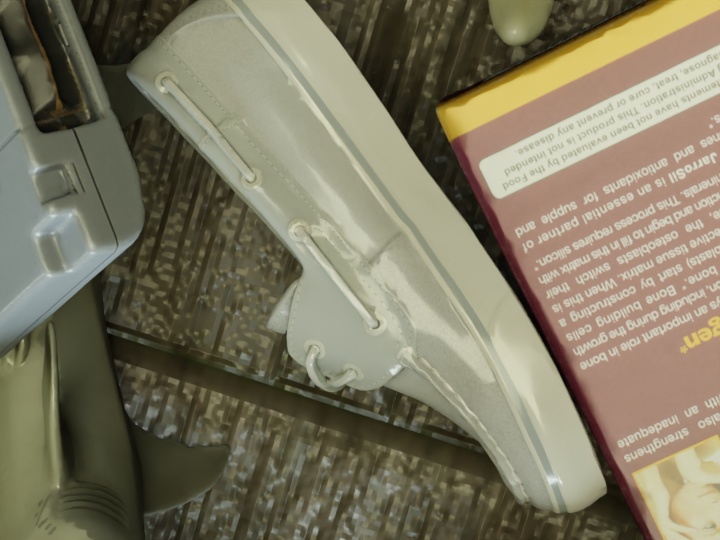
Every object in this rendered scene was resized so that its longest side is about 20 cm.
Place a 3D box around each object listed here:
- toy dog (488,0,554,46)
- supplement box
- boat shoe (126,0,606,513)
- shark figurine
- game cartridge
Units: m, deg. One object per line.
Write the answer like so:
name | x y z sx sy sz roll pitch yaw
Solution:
toy dog | 0.032 -0.165 0.808 0.139 0.200 0.194 12 98 6
supplement box | 0.118 0.011 0.877 0.110 0.086 0.200 -26 93 10
boat shoe | 0.000 0.000 0.865 0.068 0.072 0.200 -35 92 -3
shark figurine | -0.079 0.034 0.923 0.089 0.128 0.215 10 70 -25
game cartridge | -0.135 -0.076 0.861 0.041 0.133 0.200 -17 80 -28
